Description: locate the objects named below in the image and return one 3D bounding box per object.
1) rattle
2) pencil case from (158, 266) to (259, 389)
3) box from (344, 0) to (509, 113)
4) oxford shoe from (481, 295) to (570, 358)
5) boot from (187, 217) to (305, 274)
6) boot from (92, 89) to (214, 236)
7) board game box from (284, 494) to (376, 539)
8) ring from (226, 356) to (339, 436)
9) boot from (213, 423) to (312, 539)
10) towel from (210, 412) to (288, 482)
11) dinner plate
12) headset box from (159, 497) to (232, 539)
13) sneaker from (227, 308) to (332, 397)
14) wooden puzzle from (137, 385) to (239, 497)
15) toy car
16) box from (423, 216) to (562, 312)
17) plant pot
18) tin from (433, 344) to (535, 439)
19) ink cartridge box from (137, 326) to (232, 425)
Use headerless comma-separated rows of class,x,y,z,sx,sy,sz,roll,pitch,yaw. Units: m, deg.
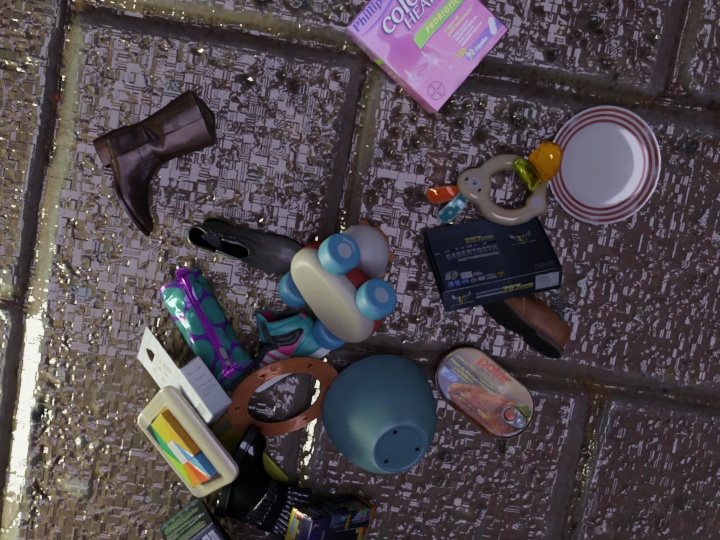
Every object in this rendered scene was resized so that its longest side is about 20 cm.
rattle,0.216,-0.142,1.469,0.198,0.143,0.132,2,89,-3
pencil case,-0.252,0.096,1.477,0.085,0.093,0.201,-29,77,-18
box,0.104,-0.387,1.449,0.200,0.097,0.176,42,95,-8
oxford shoe,0.279,0.067,1.559,0.199,0.071,0.072,37,67,-8
boot,-0.183,-0.031,1.470,0.198,0.131,0.068,16,98,-6
boot,-0.313,-0.177,1.479,0.199,0.064,0.188,-26,102,-4
board game box,-0.065,0.501,1.554,0.056,0.165,0.202,20,101,39
ring,-0.130,0.211,1.515,0.199,0.019,0.201,-15,137,-14
boot,-0.152,0.365,1.533,0.157,0.080,0.212,20,124,-1
towel,-0.222,0.323,1.585,0.086,0.018,0.200,-40,100,9
dinner plate,0.416,-0.180,1.539,0.198,0.024,0.202,0,98,-3
headset box,-0.250,0.495,1.522,0.093,0.200,0.175,-36,101,-14
sneaker,-0.158,0.129,1.522,0.199,0.084,0.121,-29,98,3
wooden puzzle,-0.294,0.292,1.485,0.037,0.200,0.185,-38,88,-35
toy car,0.000,0.000,1.476,0.177,0.184,0.200,50,52,-2
box,0.215,-0.020,1.486,0.198,0.158,0.051,-11,131,-1
plant pot,0.047,0.261,1.503,0.198,0.135,0.202,-6,114,-14
tin,0.218,0.212,1.583,0.200,0.042,0.112,40,99,-9
ink cartridge box,-0.291,0.177,1.465,0.043,0.200,0.174,-34,84,-26
